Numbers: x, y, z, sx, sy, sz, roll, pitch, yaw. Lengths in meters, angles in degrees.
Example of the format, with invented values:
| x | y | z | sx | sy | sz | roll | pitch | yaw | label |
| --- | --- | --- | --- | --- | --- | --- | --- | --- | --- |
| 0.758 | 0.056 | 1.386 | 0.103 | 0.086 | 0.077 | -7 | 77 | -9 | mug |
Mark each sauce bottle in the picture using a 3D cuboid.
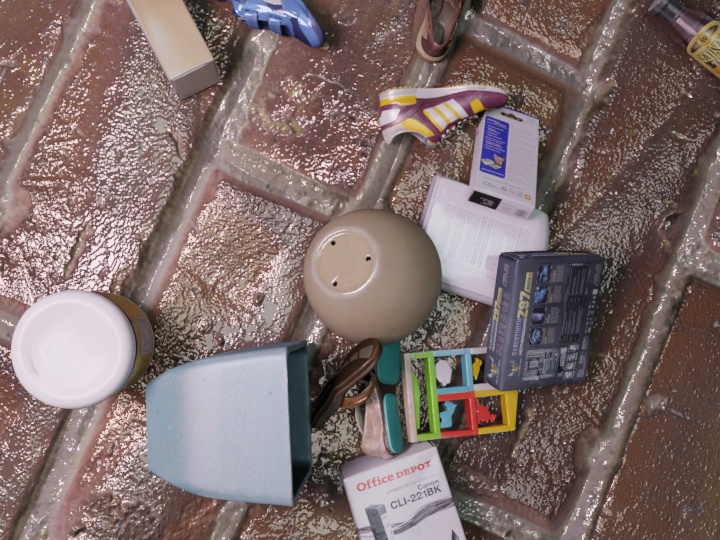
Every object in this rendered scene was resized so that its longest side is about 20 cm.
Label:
| x | y | z | sx | sy | sz | roll | pitch | yaw | label |
| --- | --- | --- | --- | --- | --- | --- | --- | --- | --- |
| 0.553 | -0.372 | 1.135 | 0.200 | 0.066 | 0.066 | 35 | 84 | -2 | sauce bottle |

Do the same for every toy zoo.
| x | y | z | sx | sy | sz | roll | pitch | yaw | label |
| --- | --- | --- | --- | --- | --- | --- | --- | --- | --- |
| 0.161 | 0.182 | 1.062 | 0.200 | 0.020 | 0.131 | -2 | 83 | -17 | toy zoo |

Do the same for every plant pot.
| x | y | z | sx | sy | sz | roll | pitch | yaw | label |
| --- | --- | --- | --- | --- | --- | --- | --- | --- | --- |
| -0.178 | 0.200 | 0.961 | 0.200 | 0.196 | 0.197 | -2 | 87 | 4 | plant pot |
| 0.000 | 0.000 | 0.976 | 0.200 | 0.134 | 0.201 | -4 | 79 | 19 | plant pot |

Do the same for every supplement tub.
| x | y | z | sx | sy | sz | roll | pitch | yaw | label |
| --- | --- | --- | --- | --- | --- | --- | --- | --- | --- |
| -0.355 | 0.099 | 0.933 | 0.145 | 0.200 | 0.146 | 0 | 87 | -7 | supplement tub |

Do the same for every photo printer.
| x | y | z | sx | sy | sz | roll | pitch | yaw | label |
| --- | --- | --- | --- | --- | --- | --- | --- | --- | --- |
| 0.183 | -0.038 | 1.069 | 0.200 | 0.069 | 0.167 | 17 | 85 | -6 | photo printer |

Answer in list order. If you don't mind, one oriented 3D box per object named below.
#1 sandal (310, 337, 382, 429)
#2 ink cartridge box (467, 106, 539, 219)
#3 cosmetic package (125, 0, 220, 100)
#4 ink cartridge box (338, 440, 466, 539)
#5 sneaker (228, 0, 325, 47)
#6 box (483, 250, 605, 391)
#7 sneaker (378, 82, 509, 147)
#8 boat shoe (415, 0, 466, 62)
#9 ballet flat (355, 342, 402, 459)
| x | y | z | sx | sy | sz | roll | pitch | yaw | label |
| --- | --- | --- | --- | --- | --- | --- | --- | --- | --- |
| -0.013 | 0.167 | 0.988 | 0.055 | 0.082 | 0.200 | 28 | 127 | -6 | sandal |
| 0.221 | -0.172 | 1.073 | 0.095 | 0.037 | 0.200 | 18 | 55 | -5 | ink cartridge box |
| -0.283 | -0.360 | 1.017 | 0.071 | 0.105 | 0.200 | -28 | 92 | -7 | cosmetic package |
| 0.066 | 0.363 | 1.026 | 0.144 | 0.084 | 0.200 | -18 | 88 | -8 | ink cartridge box |
| -0.140 | -0.389 | 1.053 | 0.200 | 0.074 | 0.082 | 38 | 85 | 4 | sneaker |
| 0.269 | 0.072 | 1.036 | 0.158 | 0.051 | 0.200 | -3 | 105 | -24 | box |
| 0.128 | -0.235 | 1.078 | 0.200 | 0.075 | 0.090 | -3 | 95 | 0 | sneaker |
| 0.134 | -0.426 | 1.083 | 0.072 | 0.072 | 0.200 | 16 | 85 | -6 | boat shoe |
| 0.020 | 0.175 | 1.036 | 0.067 | 0.068 | 0.200 | -14 | 63 | 32 | ballet flat |
